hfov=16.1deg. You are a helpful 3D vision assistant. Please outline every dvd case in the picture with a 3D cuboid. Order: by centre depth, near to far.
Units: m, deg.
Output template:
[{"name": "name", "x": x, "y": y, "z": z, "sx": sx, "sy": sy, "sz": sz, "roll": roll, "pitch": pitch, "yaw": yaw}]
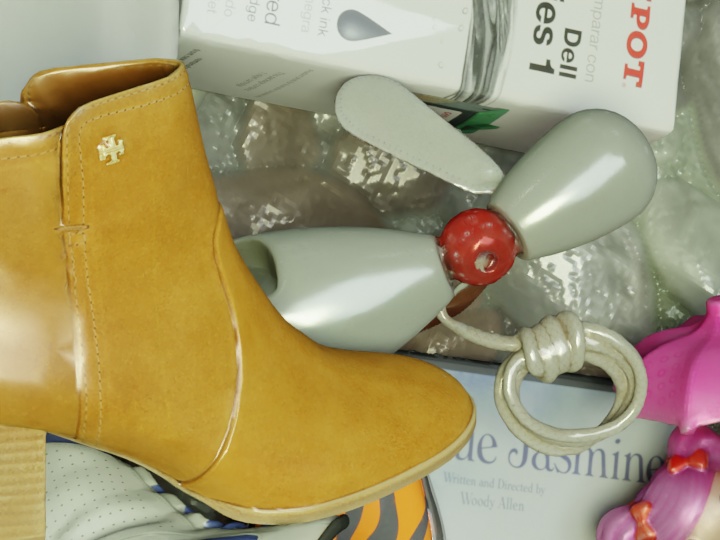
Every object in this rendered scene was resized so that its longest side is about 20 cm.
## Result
[{"name": "dvd case", "x": 0.063, "y": 0.137, "z": 0.986, "sx": 0.143, "sy": 0.018, "sz": 0.200, "roll": 8, "pitch": 81, "yaw": -20}]

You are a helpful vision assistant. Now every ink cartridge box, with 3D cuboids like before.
[{"name": "ink cartridge box", "x": 0.023, "y": -0.131, "z": 0.963, "sx": 0.200, "sy": 0.084, "sz": 0.146, "roll": 9, "pitch": 81, "yaw": -20}]

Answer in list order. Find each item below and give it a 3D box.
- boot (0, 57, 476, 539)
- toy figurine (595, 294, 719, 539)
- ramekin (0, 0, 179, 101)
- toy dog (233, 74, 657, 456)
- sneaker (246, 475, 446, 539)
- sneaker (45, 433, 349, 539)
[{"name": "boot", "x": -0.050, "y": 0.004, "z": 0.788, "sx": 0.201, "sy": 0.071, "sz": 0.144, "roll": -9, "pitch": 114, "yaw": -26}, {"name": "toy figurine", "x": 0.164, "y": 0.101, "z": 0.977, "sx": 0.184, "sy": 0.150, "sz": 0.200, "roll": 39, "pitch": 91, "yaw": -8}, {"name": "ramekin", "x": -0.151, "y": -0.058, "z": 0.822, "sx": 0.098, "sy": 0.200, "sz": 0.201, "roll": 18, "pitch": 74, "yaw": 25}, {"name": "toy dog", "x": 0.000, "y": 0.000, "z": 0.908, "sx": 0.200, "sy": 0.096, "sz": 0.132, "roll": -7, "pitch": 111, "yaw": -16}, {"name": "sneaker", "x": -0.013, "y": 0.138, "z": 0.897, "sx": 0.078, "sy": 0.112, "sz": 0.200, "roll": 3, "pitch": 82, "yaw": 6}, {"name": "sneaker", "x": -0.053, "y": 0.112, "z": 0.841, "sx": 0.115, "sy": 0.199, "sz": 0.081, "roll": -17, "pitch": 121, "yaw": -7}]
